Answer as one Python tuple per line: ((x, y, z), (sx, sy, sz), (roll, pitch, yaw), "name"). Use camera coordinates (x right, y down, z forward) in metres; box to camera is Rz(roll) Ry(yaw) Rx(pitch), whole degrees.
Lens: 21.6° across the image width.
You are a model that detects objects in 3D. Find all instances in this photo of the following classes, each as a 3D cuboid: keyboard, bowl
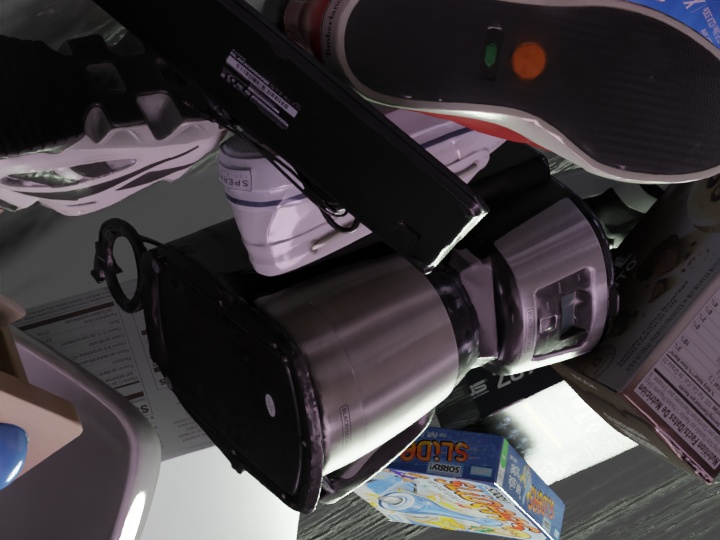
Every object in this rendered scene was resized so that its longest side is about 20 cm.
((-0.033, -0.081, 0.762), (0.040, 0.200, 0.104), (-50, -179, -24), "keyboard")
((-0.197, 0.118, 0.935), (0.201, 0.199, 0.075), (-66, 160, 8), "bowl")

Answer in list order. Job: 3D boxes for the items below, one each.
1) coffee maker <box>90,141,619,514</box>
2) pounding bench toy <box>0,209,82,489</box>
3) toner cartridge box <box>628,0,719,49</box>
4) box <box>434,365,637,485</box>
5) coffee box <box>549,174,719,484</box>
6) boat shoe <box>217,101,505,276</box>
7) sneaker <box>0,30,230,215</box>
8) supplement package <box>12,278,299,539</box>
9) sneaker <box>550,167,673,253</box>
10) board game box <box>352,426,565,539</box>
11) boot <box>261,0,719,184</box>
((0.000, 0.000, 0.959), (0.199, 0.192, 0.135), (-25, 155, -30), "coffee maker")
((-0.236, 0.025, 0.785), (0.124, 0.156, 0.200), (-35, 148, 14), "pounding bench toy")
((0.167, -0.135, 0.938), (0.095, 0.043, 0.200), (-27, 154, 13), "toner cartridge box")
((0.151, 0.096, 1.367), (0.161, 0.049, 0.200), (-27, 154, 9), "box")
((0.200, 0.002, 1.004), (0.080, 0.113, 0.200), (42, 86, -20), "coffee box")
((0.018, -0.056, 0.895), (0.199, 0.073, 0.067), (-21, 118, -29), "boat shoe")
((-0.146, -0.055, 0.811), (0.199, 0.074, 0.089), (-3, 147, -33), "sneaker")
((-0.121, 0.099, 1.088), (0.155, 0.111, 0.200), (-15, 154, -13), "supplement package")
((0.170, -0.012, 1.080), (0.199, 0.112, 0.073), (-14, -178, -17), "sneaker")
((0.059, 0.150, 1.341), (0.135, 0.035, 0.200), (5, 162, 21), "board game box")
((0.061, -0.092, 0.828), (0.199, 0.073, 0.144), (13, -173, -19), "boot")
